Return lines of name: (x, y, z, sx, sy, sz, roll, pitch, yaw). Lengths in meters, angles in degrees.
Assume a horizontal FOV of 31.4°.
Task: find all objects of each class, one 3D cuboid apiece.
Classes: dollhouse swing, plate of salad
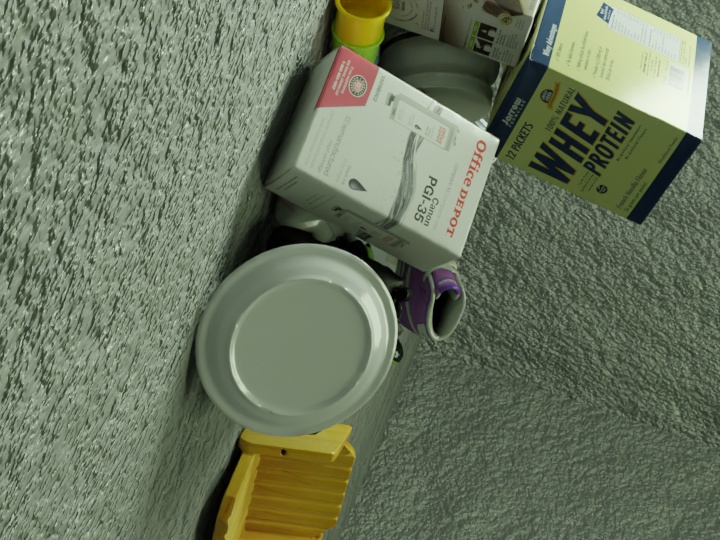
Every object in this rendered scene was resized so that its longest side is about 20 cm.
dollhouse swing: (-0.101, 0.314, 1.610, 0.176, 0.181, 0.201, -100, -158, -60)
plate of salad: (-0.062, 0.066, 1.237, 0.048, 0.199, 0.201, -128, -130, -64)

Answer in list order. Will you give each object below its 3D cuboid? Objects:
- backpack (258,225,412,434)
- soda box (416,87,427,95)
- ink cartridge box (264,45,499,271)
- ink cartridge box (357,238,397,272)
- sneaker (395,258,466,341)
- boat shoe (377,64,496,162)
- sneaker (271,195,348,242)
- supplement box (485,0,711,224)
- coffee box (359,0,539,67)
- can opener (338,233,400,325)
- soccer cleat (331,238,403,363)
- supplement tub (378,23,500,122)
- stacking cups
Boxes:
backpack: (-0.058, 0.069, 1.334, 0.127, 0.166, 0.201, -118, -129, -77)
soda box: (0.072, -0.140, 1.486, 0.200, 0.064, 0.068, 39, 44, -66)
ink cartridge box: (0.025, -0.110, 1.296, 0.083, 0.199, 0.147, -22, -135, 62)
ink cartridge box: (0.029, -0.063, 1.688, 0.083, 0.145, 0.201, 20, 88, -82)
sneaker: (0.084, -0.023, 1.388, 0.114, 0.072, 0.201, -147, -125, -67)
boat shoe: (0.091, -0.193, 1.617, 0.071, 0.200, 0.091, -57, -176, 4)
sneaker: (-0.036, -0.065, 1.416, 0.200, 0.078, 0.100, 8, 118, -55)
supplement box: (0.262, -0.194, 1.418, 0.200, 0.199, 0.134, -69, -175, -47)
coffee box: (0.094, -0.310, 1.365, 0.080, 0.199, 0.113, 103, 7, -56)
can opener: (0.000, 0.000, 1.552, 0.200, 0.053, 0.067, 64, -37, 36)
soccer cleat: (-0.006, 0.017, 1.460, 0.081, 0.200, 0.067, -42, 161, 10)
supplement tub: (0.092, -0.281, 1.486, 0.140, 0.140, 0.201, 80, 12, -75)
stacking cups: (-0.008, -0.219, 1.391, 0.200, 0.060, 0.061, 101, 10, -54)
